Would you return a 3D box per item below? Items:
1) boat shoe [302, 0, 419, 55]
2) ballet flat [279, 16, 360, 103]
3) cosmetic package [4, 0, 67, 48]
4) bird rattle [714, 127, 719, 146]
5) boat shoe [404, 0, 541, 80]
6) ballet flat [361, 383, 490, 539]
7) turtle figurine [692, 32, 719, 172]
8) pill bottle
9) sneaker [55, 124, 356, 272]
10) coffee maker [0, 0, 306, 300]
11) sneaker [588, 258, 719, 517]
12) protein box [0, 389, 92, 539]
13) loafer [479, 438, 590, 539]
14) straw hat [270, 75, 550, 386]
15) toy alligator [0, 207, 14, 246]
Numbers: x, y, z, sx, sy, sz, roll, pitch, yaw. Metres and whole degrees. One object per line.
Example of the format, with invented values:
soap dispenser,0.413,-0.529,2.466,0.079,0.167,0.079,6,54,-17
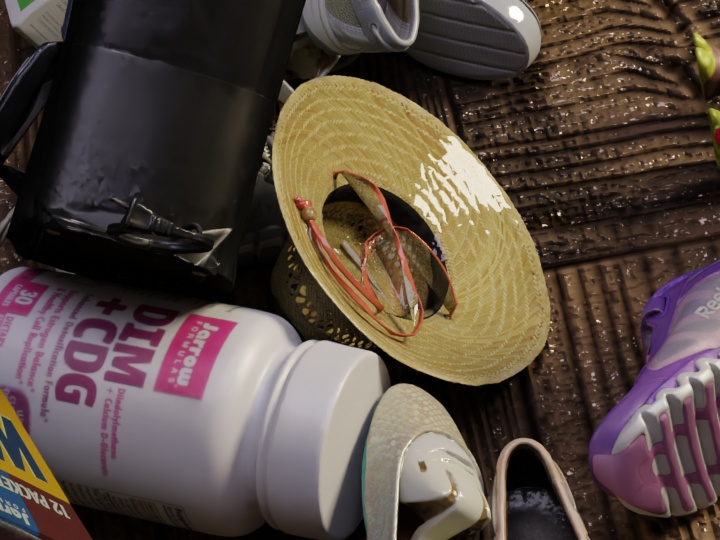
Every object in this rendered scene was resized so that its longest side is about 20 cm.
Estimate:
boat shoe,0.002,-0.222,1.583,0.074,0.203,0.065,-4,5,-41
ballet flat,-0.062,-0.116,1.591,0.064,0.067,0.200,54,38,5
cosmetic package,-0.114,-0.209,1.667,0.200,0.085,0.108,-38,42,13
bird rattle,0.261,-0.090,1.415,0.163,0.200,0.113,-30,81,15
boat shoe,0.031,-0.176,1.668,0.200,0.072,0.071,25,49,28
ballet flat,0.037,0.136,1.333,0.062,0.067,0.201,-31,44,41
turtle figurine,0.268,-0.115,1.558,0.161,0.064,0.201,-11,76,7
pill bottle,-0.093,0.069,1.407,0.199,0.114,0.114,10,47,20
sneaker,-0.078,-0.060,1.536,0.199,0.116,0.075,-23,44,-13
coffee maker,-0.086,-0.096,1.396,0.192,0.134,0.201,-2,72,58
sneaker,0.170,0.047,1.415,0.088,0.081,0.200,22,46,36
protein box,-0.260,0.125,1.303,0.200,0.135,0.199,-48,46,10
loafer,0.090,0.164,1.311,0.072,0.063,0.200,-12,43,-3
straw hat,0.000,0.000,1.478,0.085,0.201,0.201,-41,31,32
toy alligator,-0.136,-0.064,1.601,0.054,0.059,0.200,42,54,-7
